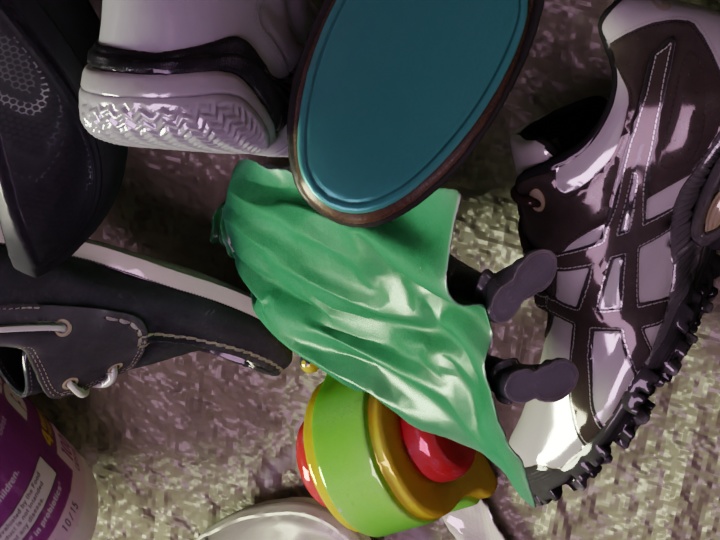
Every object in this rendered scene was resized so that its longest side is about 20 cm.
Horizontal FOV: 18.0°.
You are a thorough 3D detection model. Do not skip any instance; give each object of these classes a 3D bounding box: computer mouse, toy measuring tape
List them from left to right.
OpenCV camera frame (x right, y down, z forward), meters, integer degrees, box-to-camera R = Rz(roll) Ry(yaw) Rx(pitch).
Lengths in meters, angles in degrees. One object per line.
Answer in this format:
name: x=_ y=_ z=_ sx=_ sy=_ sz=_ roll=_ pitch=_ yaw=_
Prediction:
computer mouse: x=-0.110 y=-0.081 z=0.757 sx=0.052 sy=0.139 sz=0.201 roll=-14 pitch=137 yaw=-7
toy measuring tape: x=0.028 y=0.102 z=0.924 sx=0.073 sy=0.074 sz=0.201 roll=-18 pitch=112 yaw=31

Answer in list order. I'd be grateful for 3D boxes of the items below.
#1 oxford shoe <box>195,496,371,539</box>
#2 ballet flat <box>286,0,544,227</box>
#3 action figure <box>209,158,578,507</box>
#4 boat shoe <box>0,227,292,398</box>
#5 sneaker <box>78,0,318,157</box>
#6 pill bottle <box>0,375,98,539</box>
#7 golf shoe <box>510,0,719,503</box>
oxford shoe: x=-0.071 y=0.162 z=1.013 sx=0.200 sy=0.058 sz=0.075 roll=-31 pitch=103 yaw=33
ballet flat: x=0.034 y=-0.106 z=0.741 sx=0.068 sy=0.068 sz=0.201 roll=22 pitch=90 yaw=4
action figure: x=0.000 y=0.000 z=0.829 sx=0.200 sy=0.055 sz=0.119 roll=24 pitch=130 yaw=53
boat shoe: x=-0.116 y=0.018 z=0.886 sx=0.199 sy=0.068 sz=0.072 roll=14 pitch=177 yaw=-29
sneaker: x=-0.039 y=-0.097 z=0.777 sx=0.075 sy=0.200 sz=0.116 roll=5 pitch=93 yaw=12
pill bottle: x=-0.205 y=0.061 z=0.937 sx=0.112 sy=0.113 sz=0.200 roll=-13 pitch=133 yaw=29
golf shoe: x=0.088 y=-0.010 z=0.819 sx=0.094 sy=0.078 sz=0.201 roll=29 pitch=116 yaw=5
